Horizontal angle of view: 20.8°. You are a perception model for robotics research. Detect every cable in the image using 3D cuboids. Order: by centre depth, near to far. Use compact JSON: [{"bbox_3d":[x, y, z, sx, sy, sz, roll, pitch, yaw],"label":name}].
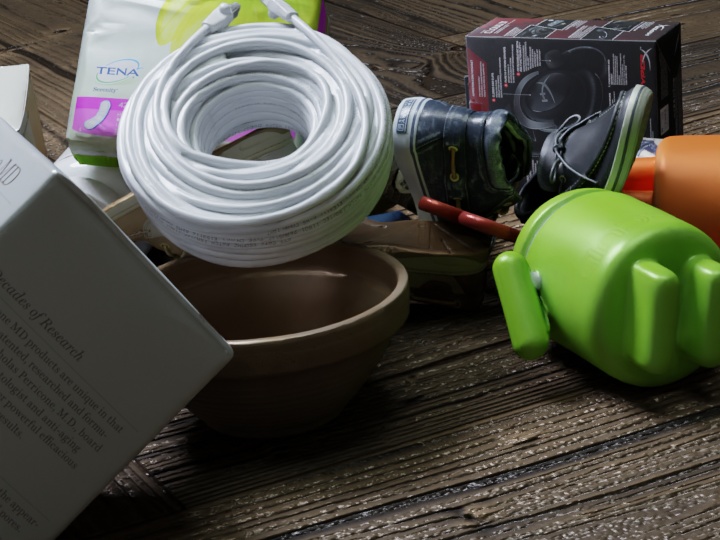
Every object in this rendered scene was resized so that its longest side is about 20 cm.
[{"bbox_3d":[-0.076,-0.092,1.403,0.199,0.070,0.200,36,62,29],"label":"cable"}]

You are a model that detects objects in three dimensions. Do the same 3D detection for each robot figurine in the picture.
[{"bbox_3d":[0.180,0.009,1.367,0.174,0.117,0.200,-7,18,-23],"label":"robot figurine"},{"bbox_3d":[0.292,-0.048,1.496,0.198,0.118,0.144,1,5,14],"label":"robot figurine"}]

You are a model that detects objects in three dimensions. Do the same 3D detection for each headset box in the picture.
[{"bbox_3d":[0.183,-0.144,1.747,0.198,0.150,0.077,5,21,28],"label":"headset box"}]

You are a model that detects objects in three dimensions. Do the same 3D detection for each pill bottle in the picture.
[{"bbox_3d":[-0.218,-0.056,1.661,0.108,0.111,0.200,-2,20,8],"label":"pill bottle"}]

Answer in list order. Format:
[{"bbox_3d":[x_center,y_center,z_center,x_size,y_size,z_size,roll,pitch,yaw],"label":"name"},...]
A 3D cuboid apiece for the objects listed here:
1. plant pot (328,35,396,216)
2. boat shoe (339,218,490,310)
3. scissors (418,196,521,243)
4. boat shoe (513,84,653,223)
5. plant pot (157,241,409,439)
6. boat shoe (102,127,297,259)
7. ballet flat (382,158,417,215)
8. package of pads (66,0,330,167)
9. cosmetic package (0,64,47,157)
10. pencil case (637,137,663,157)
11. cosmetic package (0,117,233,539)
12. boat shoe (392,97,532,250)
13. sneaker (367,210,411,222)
[{"bbox_3d":[-0.068,-0.102,1.676,0.142,0.201,0.200,-39,30,-15],"label":"plant pot"},{"bbox_3d":[0.000,0.000,1.507,0.198,0.073,0.072,3,30,3],"label":"boat shoe"},{"bbox_3d":[0.121,-0.027,1.496,0.073,0.014,0.199,19,3,39],"label":"scissors"},{"bbox_3d":[0.165,-0.079,1.471,0.062,0.200,0.075,25,62,-3],"label":"boat shoe"},{"bbox_3d":[-0.062,0.053,1.342,0.199,0.094,0.201,-6,20,2],"label":"plant pot"},{"bbox_3d":[-0.132,-0.042,1.487,0.199,0.070,0.074,-27,4,7],"label":"boat shoe"},{"bbox_3d":[0.060,-0.065,1.602,0.046,0.067,0.200,44,1,22],"label":"ballet flat"},{"bbox_3d":[-0.129,-0.159,1.571,0.198,0.156,0.068,4,-18,8],"label":"package of pads"},{"bbox_3d":[-0.268,-0.042,1.474,0.070,0.201,0.106,-6,36,0],"label":"cosmetic package"},{"bbox_3d":[0.279,-0.073,1.614,0.198,0.090,0.078,4,21,23],"label":"pencil case"},{"bbox_3d":[-0.217,0.045,1.179,0.200,0.165,0.165,-46,28,-5],"label":"cosmetic package"},{"bbox_3d":[0.093,-0.059,1.520,0.090,0.201,0.071,9,64,24],"label":"boat shoe"},{"bbox_3d":[-0.050,-0.027,1.568,0.198,0.090,0.079,-10,20,-19],"label":"sneaker"}]
